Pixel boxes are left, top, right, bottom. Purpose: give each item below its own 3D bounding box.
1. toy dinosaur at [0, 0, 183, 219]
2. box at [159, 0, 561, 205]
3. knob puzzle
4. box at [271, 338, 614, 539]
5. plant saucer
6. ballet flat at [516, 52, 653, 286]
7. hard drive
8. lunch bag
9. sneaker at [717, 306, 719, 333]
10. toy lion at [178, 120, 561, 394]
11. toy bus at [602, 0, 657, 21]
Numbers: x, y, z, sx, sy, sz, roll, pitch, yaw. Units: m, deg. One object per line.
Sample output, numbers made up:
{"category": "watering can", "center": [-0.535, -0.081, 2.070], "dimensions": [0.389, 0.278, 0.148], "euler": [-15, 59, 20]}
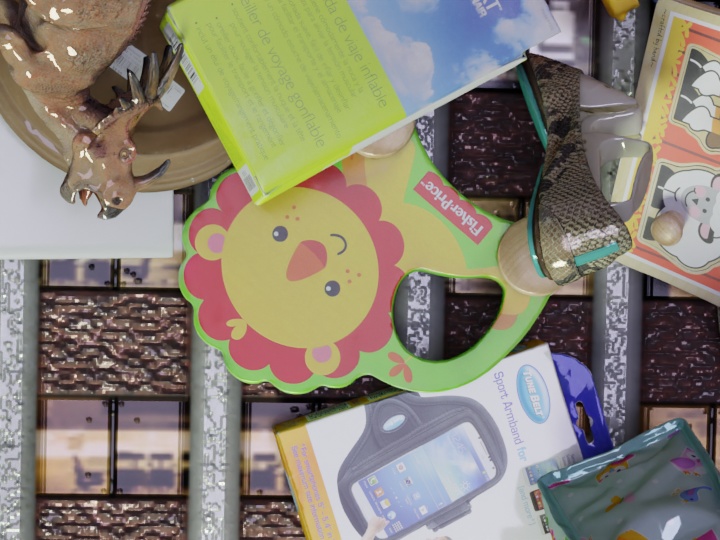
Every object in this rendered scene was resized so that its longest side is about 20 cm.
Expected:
{"category": "toy dinosaur", "center": [-0.147, -0.137, 1.293], "dimensions": [0.135, 0.086, 0.201], "euler": [18, 133, -7]}
{"category": "box", "center": [0.000, -0.138, 1.362], "dimensions": [0.199, 0.048, 0.123], "euler": [-29, 90, -12]}
{"category": "knob puzzle", "center": [0.244, -0.046, 1.381], "dimensions": [0.218, 0.030, 0.221], "euler": [13, 120, 23]}
{"category": "box", "center": [0.058, 0.122, 1.449], "dimensions": [0.199, 0.041, 0.120], "euler": [-18, 94, -3]}
{"category": "plant saucer", "center": [-0.129, -0.147, 1.398], "dimensions": [0.198, 0.029, 0.202], "euler": [3, 81, -18]}
{"category": "ballet flat", "center": [0.132, -0.065, 1.377], "dimensions": [0.075, 0.201, 0.068], "euler": [-15, 125, 12]}
{"category": "hard drive", "center": [-0.209, -0.073, 1.399], "dimensions": [0.198, 0.027, 0.133], "euler": [-1, 93, -18]}
{"category": "lunch bag", "center": [0.191, 0.212, 1.366], "dimensions": [0.121, 0.200, 0.171], "euler": [-22, 118, -2]}
{"category": "sneaker", "center": [0.267, -0.023, 1.445], "dimensions": [0.072, 0.077, 0.202], "euler": [14, 96, -7]}
{"category": "toy lion", "center": [0.000, 0.000, 1.416], "dimensions": [0.200, 0.069, 0.192], "euler": [40, 89, 2]}
{"category": "toy bus", "center": [0.155, -0.217, 1.408], "dimensions": [0.200, 0.136, 0.192], "euler": [43, 101, -8]}
